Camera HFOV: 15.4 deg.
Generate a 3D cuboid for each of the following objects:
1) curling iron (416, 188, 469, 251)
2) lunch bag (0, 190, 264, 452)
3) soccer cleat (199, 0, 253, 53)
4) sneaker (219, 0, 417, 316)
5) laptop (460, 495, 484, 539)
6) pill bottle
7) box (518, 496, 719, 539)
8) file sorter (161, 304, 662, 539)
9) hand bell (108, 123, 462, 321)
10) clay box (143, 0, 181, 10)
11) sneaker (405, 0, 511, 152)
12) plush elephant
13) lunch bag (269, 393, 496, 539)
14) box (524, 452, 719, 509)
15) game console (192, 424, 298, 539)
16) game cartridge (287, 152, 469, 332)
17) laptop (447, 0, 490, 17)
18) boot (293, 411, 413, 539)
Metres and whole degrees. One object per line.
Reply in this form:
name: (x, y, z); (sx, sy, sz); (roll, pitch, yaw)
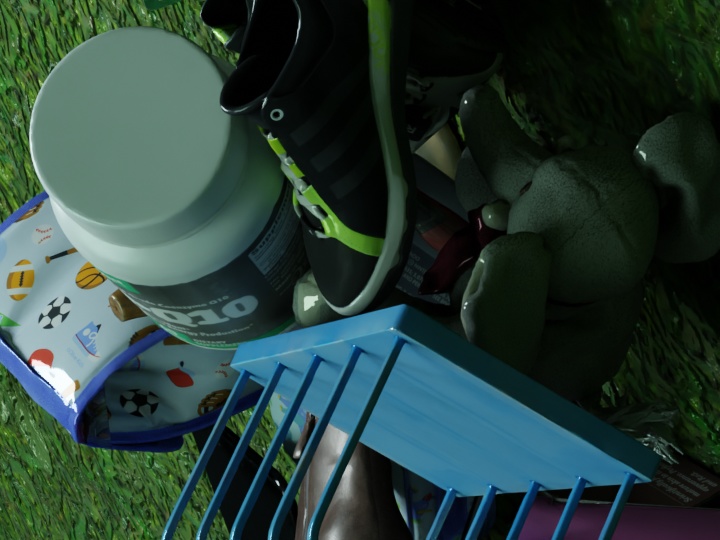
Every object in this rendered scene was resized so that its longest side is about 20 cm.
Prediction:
curling iron: (0.047, -0.023, 1.367); (0.200, 0.026, 0.050); (35, -168, -10)
lunch bag: (-0.136, 0.020, 1.665); (0.170, 0.200, 0.124); (41, 145, 39)
soccer cleat: (-0.032, -0.134, 1.363); (0.068, 0.081, 0.200); (46, -178, 42)
sneaker: (-0.027, -0.071, 1.166); (0.072, 0.083, 0.201); (35, 133, 53)
laptop: (0.099, 0.180, 1.434); (0.200, 0.103, 0.177); (52, -160, -11)
pill bottle: (-0.082, -0.038, 1.259); (0.113, 0.113, 0.200); (54, 180, 19)
box: (0.164, 0.220, 1.285); (0.175, 0.097, 0.201); (2, 125, 22)
file sorter: (0.013, 0.109, 1.206); (0.138, 0.123, 0.200); (30, 163, -17)
hand bell: (-0.048, -0.021, 1.439); (0.104, 0.200, 0.104); (46, 153, 32)
clay box: (-0.071, -0.226, 1.367); (0.048, 0.115, 0.201); (50, 156, 48)
sneaker: (0.020, -0.090, 1.268); (0.074, 0.089, 0.200); (33, -177, 4)
plush elephant: (0.082, -0.013, 1.233); (0.200, 0.164, 0.155); (42, 147, 28)
lunch bag: (0.013, 0.072, 1.567); (0.161, 0.082, 0.201); (43, 150, 41)
box: (0.157, 0.191, 1.407); (0.100, 0.075, 0.201); (31, 144, 52)
game console: (-0.016, 0.169, 1.684); (0.200, 0.175, 0.117); (-147, 69, -65)
game cartridge: (0.000, 0.000, 1.395); (0.200, 0.133, 0.041); (35, 173, -4)
laptop: (0.005, -0.216, 1.220); (0.187, 0.116, 0.200); (30, -166, -20)
boot: (-0.012, 0.163, 1.519); (0.200, 0.072, 0.167); (131, 138, -66)
